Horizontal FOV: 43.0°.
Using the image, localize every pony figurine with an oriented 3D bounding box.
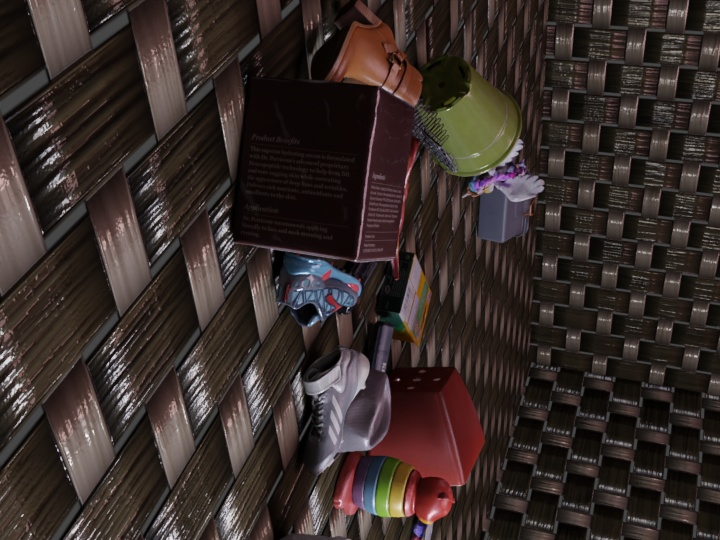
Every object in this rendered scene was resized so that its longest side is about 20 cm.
[{"bbox_3d":[0.357,-0.241,2.308,0.168,0.192,0.200,63,23,-2],"label":"pony figurine"}]

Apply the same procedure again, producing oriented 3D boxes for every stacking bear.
[{"bbox_3d":[0.068,0.397,1.639,0.122,0.198,0.115,60,42,-63],"label":"stacking bear"}]

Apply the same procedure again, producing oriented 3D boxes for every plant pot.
[{"bbox_3d":[0.123,0.296,1.807,0.200,0.198,0.178,-38,122,-65],"label":"plant pot"},{"bbox_3d":[0.189,-0.312,1.756,0.190,0.198,0.202,38,62,-57],"label":"plant pot"}]

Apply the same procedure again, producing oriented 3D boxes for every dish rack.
[{"bbox_3d":[0.091,-0.243,1.462,0.055,0.200,0.153,-45,162,4],"label":"dish rack"}]

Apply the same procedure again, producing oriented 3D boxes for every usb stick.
[{"bbox_3d":[0.000,0.000,1.521,0.200,0.032,0.056,-59,144,-51],"label":"usb stick"},{"bbox_3d":[0.026,0.192,1.663,0.055,0.032,0.202,31,69,-72],"label":"usb stick"}]

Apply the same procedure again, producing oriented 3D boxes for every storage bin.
[{"bbox_3d":[0.399,-0.172,2.538,0.134,0.144,0.202,-36,133,-52],"label":"storage bin"}]

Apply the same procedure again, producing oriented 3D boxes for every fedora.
[{"bbox_3d":[-0.002,0.236,1.525,0.200,0.089,0.178,-60,152,-49],"label":"fedora"}]

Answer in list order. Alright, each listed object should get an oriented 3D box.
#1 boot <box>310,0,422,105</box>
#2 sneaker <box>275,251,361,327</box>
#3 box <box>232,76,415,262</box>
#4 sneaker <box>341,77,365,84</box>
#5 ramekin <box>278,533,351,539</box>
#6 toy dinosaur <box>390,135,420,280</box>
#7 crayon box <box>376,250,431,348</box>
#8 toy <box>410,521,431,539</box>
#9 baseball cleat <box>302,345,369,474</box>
[{"bbox_3d":[0.018,-0.275,1.263,0.155,0.073,0.201,44,43,-23],"label":"boot"},{"bbox_3d":[-0.067,0.033,1.285,0.200,0.079,0.096,30,79,-62],"label":"sneaker"},{"bbox_3d":[-0.041,-0.120,1.117,0.164,0.164,0.202,-4,103,-71],"label":"box"},{"bbox_3d":[-0.014,-0.174,1.327,0.085,0.072,0.202,-57,152,-57],"label":"sneaker"},{"bbox_3d":[-0.085,0.491,1.361,0.200,0.104,0.202,8,90,-72],"label":"ramekin"},{"bbox_3d":[0.059,-0.120,1.451,0.181,0.200,0.105,-39,-174,42],"label":"toy dinosaur"},{"bbox_3d":[0.088,0.060,1.790,0.200,0.051,0.127,59,42,-62],"label":"crayon box"},{"bbox_3d":[0.151,0.669,2.278,0.115,0.047,0.202,-61,157,-55],"label":"toy"},{"bbox_3d":[-0.060,0.210,1.398,0.106,0.069,0.202,25,85,-38],"label":"baseball cleat"}]
